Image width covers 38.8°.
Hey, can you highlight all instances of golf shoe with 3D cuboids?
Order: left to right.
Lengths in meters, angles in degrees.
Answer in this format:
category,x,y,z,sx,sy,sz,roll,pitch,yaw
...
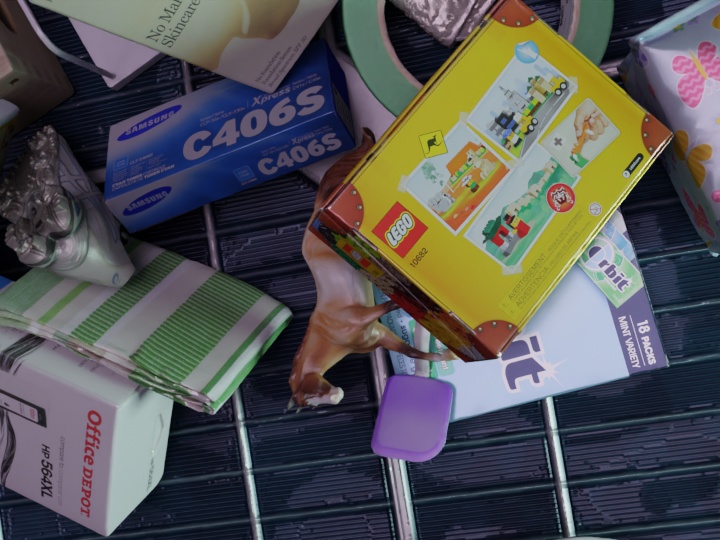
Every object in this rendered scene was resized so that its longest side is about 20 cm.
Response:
category,x,y,z,sx,sy,sz,roll,pitch,yaw
golf shoe,-0.240,-0.046,0.840,0.078,0.097,0.200,-47,37,12

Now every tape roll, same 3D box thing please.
category,x,y,z,sx,sy,sz,roll,pitch,yaw
tape roll,0.086,-0.196,0.766,0.200,0.048,0.201,0,101,-1

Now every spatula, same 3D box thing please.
category,x,y,z,sx,sy,sz,roll,pitch,yaw
spatula,0.049,0.043,0.769,0.056,0.021,0.200,8,91,20

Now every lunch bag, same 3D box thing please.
category,x,y,z,sx,sy,sz,roll,pitch,yaw
lunch bag,0.305,-0.126,0.704,0.200,0.127,0.170,-25,86,5

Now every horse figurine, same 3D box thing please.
category,x,y,z,sx,sy,sz,roll,pitch,yaw
horse figurine,0.000,0.000,0.763,0.132,0.050,0.200,-10,83,30

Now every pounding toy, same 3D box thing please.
category,x,y,z,sx,sy,sz,roll,pitch,yaw
pounding toy,-0.391,-0.197,0.863,0.184,0.142,0.200,-31,83,11

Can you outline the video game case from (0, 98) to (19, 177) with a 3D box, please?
category,x,y,z,sx,sy,sz,roll,pitch,yaw
video game case,-0.340,-0.023,0.794,0.023,0.200,0.182,26,119,-2

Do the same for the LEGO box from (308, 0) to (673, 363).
category,x,y,z,sx,sy,sz,roll,pitch,yaw
LEGO box,0.086,-0.060,0.692,0.149,0.077,0.200,41,79,-2

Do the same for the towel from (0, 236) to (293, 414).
category,x,y,z,sx,sy,sz,roll,pitch,yaw
towel,-0.169,0.033,0.813,0.200,0.153,0.023,20,125,13

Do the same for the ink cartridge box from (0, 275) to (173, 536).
category,x,y,z,sx,sy,sz,roll,pitch,yaw
ink cartridge box,-0.261,0.104,0.830,0.200,0.084,0.146,21,123,14

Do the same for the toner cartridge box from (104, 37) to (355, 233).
category,x,y,z,sx,sy,sz,roll,pitch,yaw
toner cartridge box,-0.107,-0.108,0.820,0.200,0.043,0.095,-20,46,12

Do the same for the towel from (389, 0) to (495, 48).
category,x,y,z,sx,sy,sz,roll,pitch,yaw
towel,0.036,-0.279,0.790,0.200,0.034,0.133,36,96,-6

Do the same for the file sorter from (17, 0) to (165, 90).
category,x,y,z,sx,sy,sz,roll,pitch,yaw
file sorter,-0.181,-0.268,0.823,0.200,0.125,0.139,-33,81,12

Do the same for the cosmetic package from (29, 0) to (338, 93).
category,x,y,z,sx,sy,sz,roll,pitch,yaw
cosmetic package,-0.126,-0.213,0.730,0.105,0.200,0.071,-50,44,31

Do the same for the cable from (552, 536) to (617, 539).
category,x,y,z,sx,sy,sz,roll,pitch,yaw
cable,0.168,0.296,0.758,0.200,0.069,0.200,16,94,14

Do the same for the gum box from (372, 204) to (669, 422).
category,x,y,z,sx,sy,sz,roll,pitch,yaw
gum box,0.113,0.017,0.787,0.200,0.045,0.170,-17,85,14
